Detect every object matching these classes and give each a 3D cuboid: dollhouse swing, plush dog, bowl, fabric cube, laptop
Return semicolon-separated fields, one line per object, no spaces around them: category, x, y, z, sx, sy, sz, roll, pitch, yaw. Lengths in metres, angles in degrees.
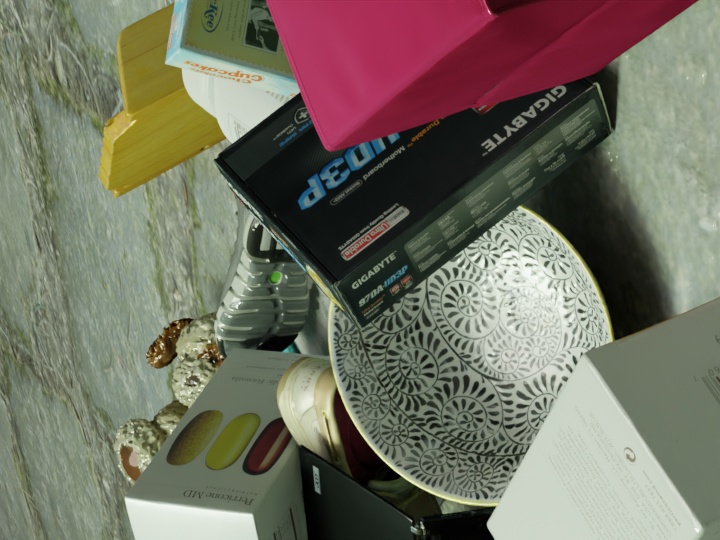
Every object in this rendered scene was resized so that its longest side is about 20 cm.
dollhouse swing;-0.178;-0.201;1.378;0.177;0.181;0.200;58;162;7
plush dog;-0.132;0.126;1.610;0.199;0.160;0.174;3;98;35
bowl;0.086;0.041;1.047;0.199;0.094;0.203;6;103;28
fabric cube;0.065;-0.202;0.826;0.199;0.199;0.198;-33;77;63
laptop;0.064;0.214;1.189;0.104;0.198;0.179;-104;8;-56

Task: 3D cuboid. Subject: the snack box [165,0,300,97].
snack box;-0.055;-0.220;1.068;0.037;0.115;0.202;160;120;-65

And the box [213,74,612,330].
box;0.029;-0.077;0.996;0.159;0.199;0.046;46;170;44

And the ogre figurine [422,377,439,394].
ogre figurine;0.063;0.086;1.169;0.120;0.097;0.202;110;144;-68

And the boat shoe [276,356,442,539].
boat shoe;0.013;0.151;1.210;0.069;0.074;0.201;0;132;54

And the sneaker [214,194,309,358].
sneaker;-0.080;-0.022;1.339;0.201;0.074;0.116;111;154;-45

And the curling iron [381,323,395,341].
curling iron;0.000;0.000;1.181;0.200;0.025;0.050;-120;31;-61

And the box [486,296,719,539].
box;0.176;0.111;0.874;0.107;0.151;0.201;58;153;24

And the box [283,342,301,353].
box;-0.042;0.130;1.434;0.201;0.049;0.082;61;-164;20

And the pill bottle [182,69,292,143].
pill bottle;-0.032;-0.117;1.161;0.200;0.113;0.114;37;141;35

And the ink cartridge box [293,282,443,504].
ink cartridge box;0.016;0.094;1.327;0.201;0.044;0.176;61;157;18

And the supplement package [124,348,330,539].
supplement package;-0.082;0.164;1.267;0.113;0.200;0.110;3;122;21
